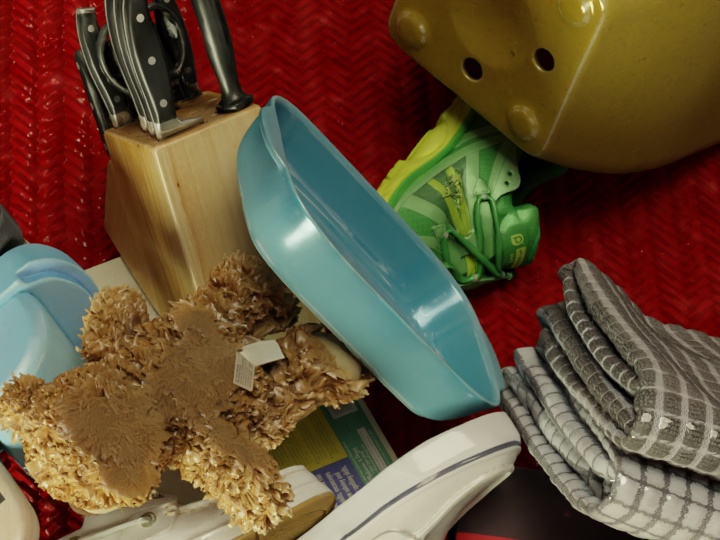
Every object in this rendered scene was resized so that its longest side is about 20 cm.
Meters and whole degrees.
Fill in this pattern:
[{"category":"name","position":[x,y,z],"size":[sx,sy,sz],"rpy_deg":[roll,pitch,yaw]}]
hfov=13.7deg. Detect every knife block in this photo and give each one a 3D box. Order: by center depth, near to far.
[{"category":"knife block","position":[-0.077,-0.046,1.503],"size":[0.064,0.176,0.200],"rpy_deg":[-23,62,-20]}]

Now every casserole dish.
[{"category":"casserole dish","position":[0.000,0.000,1.473],"size":[0.039,0.200,0.121],"rpy_deg":[-35,33,15]}]

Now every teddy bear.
[{"category":"teddy bear","position":[-0.083,0.061,1.422],"size":[0.145,0.067,0.200],"rpy_deg":[37,44,-1]}]

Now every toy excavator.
[{"category":"toy excavator","position":[-0.183,0.085,1.437],"size":[0.194,0.100,0.200],"rpy_deg":[-42,46,-10]}]

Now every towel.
[{"category":"towel","position":[0.172,0.076,1.470],"size":[0.165,0.086,0.200],"rpy_deg":[17,14,-17]}]

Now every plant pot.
[{"category":"plant pot","position":[0.127,-0.167,1.610],"size":[0.194,0.196,0.200],"rpy_deg":[41,46,19]}]

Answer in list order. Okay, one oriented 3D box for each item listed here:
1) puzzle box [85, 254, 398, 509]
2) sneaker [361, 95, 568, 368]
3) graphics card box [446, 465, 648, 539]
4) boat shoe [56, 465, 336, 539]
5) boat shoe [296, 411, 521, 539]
[{"category":"puzzle box","position":[-0.072,0.071,1.548],"size":[0.132,0.025,0.201],"rpy_deg":[-20,62,-21]},{"category":"sneaker","position":[0.051,-0.023,1.599],"size":[0.083,0.074,0.200],"rpy_deg":[27,56,14]},{"category":"graphics card box","position":[0.098,0.195,1.475],"size":[0.125,0.051,0.201],"rpy_deg":[10,56,-2]},{"category":"boat shoe","position":[-0.111,0.132,1.448],"size":[0.199,0.071,0.070],"rpy_deg":[-24,67,-5]},{"category":"boat shoe","position":[0.005,0.148,1.458],"size":[0.200,0.072,0.066],"rpy_deg":[-35,74,-8]}]
